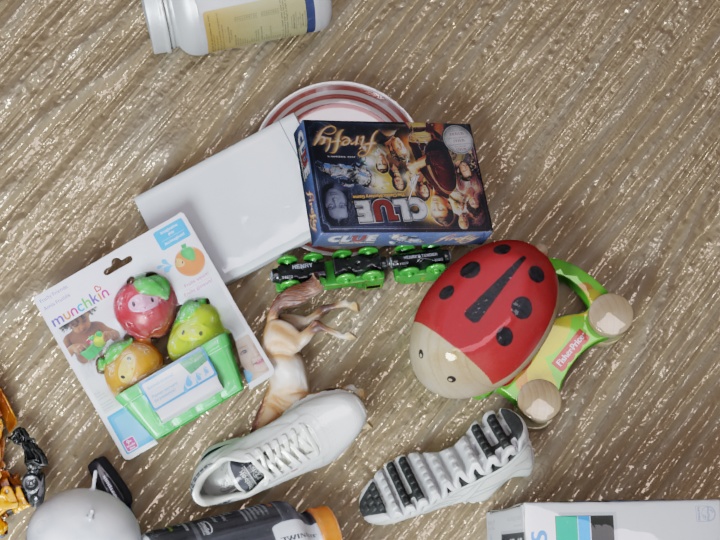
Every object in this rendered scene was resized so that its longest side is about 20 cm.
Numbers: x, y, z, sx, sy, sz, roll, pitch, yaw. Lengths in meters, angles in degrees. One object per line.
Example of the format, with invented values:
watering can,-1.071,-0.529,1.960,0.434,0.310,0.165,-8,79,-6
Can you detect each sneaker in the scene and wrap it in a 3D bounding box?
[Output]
sneaker,0.095,0.226,1.495,0.200,0.081,0.075,-25,43,6
sneaker,-0.083,0.190,1.452,0.200,0.081,0.077,-29,92,8

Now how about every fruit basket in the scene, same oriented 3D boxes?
fruit basket,-0.216,0.069,1.471,0.185,0.094,0.200,-29,93,-5

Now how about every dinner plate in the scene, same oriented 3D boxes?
dinner plate,-0.023,-0.113,1.567,0.199,0.024,0.201,1,80,-4

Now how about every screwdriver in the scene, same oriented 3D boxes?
screwdriver,-0.231,0.285,1.474,0.029,0.028,0.200,-22,78,-38

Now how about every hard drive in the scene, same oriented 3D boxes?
hard drive,-0.130,-0.067,1.530,0.200,0.027,0.132,-28,83,2

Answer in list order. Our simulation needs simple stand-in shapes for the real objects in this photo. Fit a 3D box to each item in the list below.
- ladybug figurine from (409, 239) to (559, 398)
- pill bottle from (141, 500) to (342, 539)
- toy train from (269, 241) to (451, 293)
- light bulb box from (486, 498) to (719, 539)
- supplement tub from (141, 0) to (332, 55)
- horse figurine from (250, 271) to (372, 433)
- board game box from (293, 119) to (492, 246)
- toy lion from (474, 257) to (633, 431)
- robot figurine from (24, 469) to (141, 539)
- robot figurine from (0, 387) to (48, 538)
ladybug figurine,0.132,0.043,1.484,0.136,0.072,0.200,34,77,17
pill bottle,-0.118,0.297,1.435,0.199,0.106,0.107,-11,81,-20
toy train,0.000,0.000,1.532,0.199,0.056,0.042,-6,68,-6
light bulb box,0.243,0.299,1.429,0.199,0.198,0.125,0,78,-6
supplement tub,-0.141,-0.316,1.531,0.199,0.144,0.145,-12,81,-7
horse figurine,-0.061,0.102,1.501,0.132,0.050,0.201,-6,95,13
board game box,0.036,-0.094,1.512,0.199,0.035,0.136,-2,67,-22
toy lion,0.168,0.064,1.539,0.192,0.069,0.200,40,79,10
robot figurine,-0.283,0.301,1.400,0.113,0.170,0.201,5,115,-24
robot figurine,-0.411,0.186,1.463,0.145,0.058,0.200,-25,82,-8
